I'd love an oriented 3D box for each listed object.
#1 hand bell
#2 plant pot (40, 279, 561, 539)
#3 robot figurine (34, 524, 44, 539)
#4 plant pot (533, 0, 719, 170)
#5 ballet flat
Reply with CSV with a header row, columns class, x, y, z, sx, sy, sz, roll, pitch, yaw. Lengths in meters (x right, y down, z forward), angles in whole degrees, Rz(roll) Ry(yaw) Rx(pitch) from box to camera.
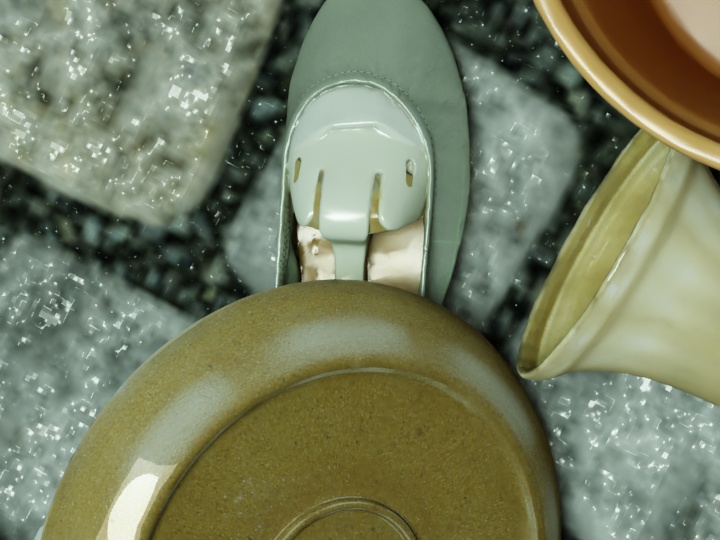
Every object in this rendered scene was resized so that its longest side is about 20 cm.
class,x,y,z,sx,sy,sz,roll,pitch,yaw
hand bell,0.163,0.038,0.855,0.199,0.104,0.105,30,98,-7
plant pot,-0.012,0.104,0.844,0.199,0.027,0.202,-7,105,-28
robot figurine,-0.140,0.166,0.888,0.170,0.113,0.200,-42,86,-14
plant pot,0.147,-0.120,0.800,0.199,0.140,0.202,0,88,7
ballet flat,0.000,0.000,0.878,0.067,0.064,0.202,5,94,10
